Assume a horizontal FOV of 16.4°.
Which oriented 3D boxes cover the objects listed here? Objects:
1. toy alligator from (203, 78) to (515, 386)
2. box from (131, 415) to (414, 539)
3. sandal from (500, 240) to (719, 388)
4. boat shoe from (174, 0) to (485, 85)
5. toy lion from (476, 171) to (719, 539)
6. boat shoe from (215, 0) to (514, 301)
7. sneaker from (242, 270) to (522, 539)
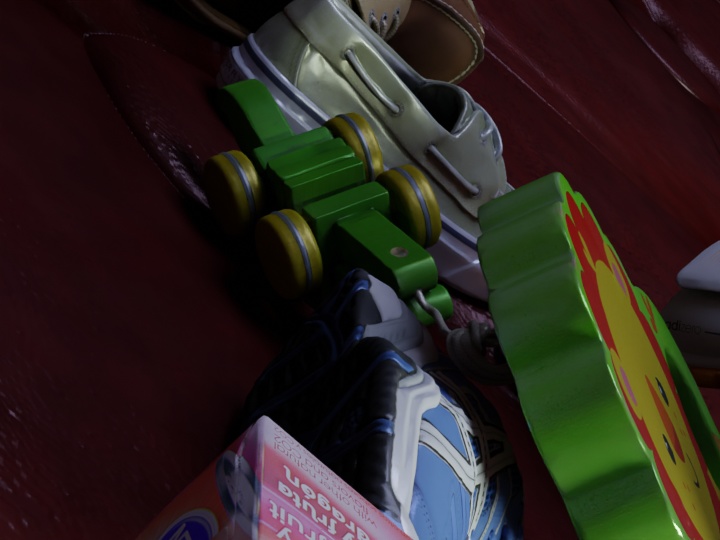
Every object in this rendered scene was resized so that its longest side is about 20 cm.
[{"bbox_3d":[0.000,0.000,0.858,0.200,0.059,0.054,47,-31,45],"label":"toy alligator"},{"bbox_3d":[0.019,0.140,0.502,0.200,0.103,0.095,42,16,-17],"label":"box"},{"bbox_3d":[0.139,0.013,0.978,0.079,0.206,0.060,-6,96,-51],"label":"sandal"},{"bbox_3d":[-0.023,-0.116,1.083,0.199,0.076,0.074,20,34,-39],"label":"boat shoe"},{"bbox_3d":[0.089,0.058,0.763,0.192,0.068,0.200,64,12,-8],"label":"toy lion"},{"bbox_3d":[0.026,-0.047,1.039,0.200,0.062,0.072,32,21,-42],"label":"boat shoe"},{"bbox_3d":[0.012,0.062,0.690,0.077,0.076,0.200,39,18,-10],"label":"sneaker"}]
